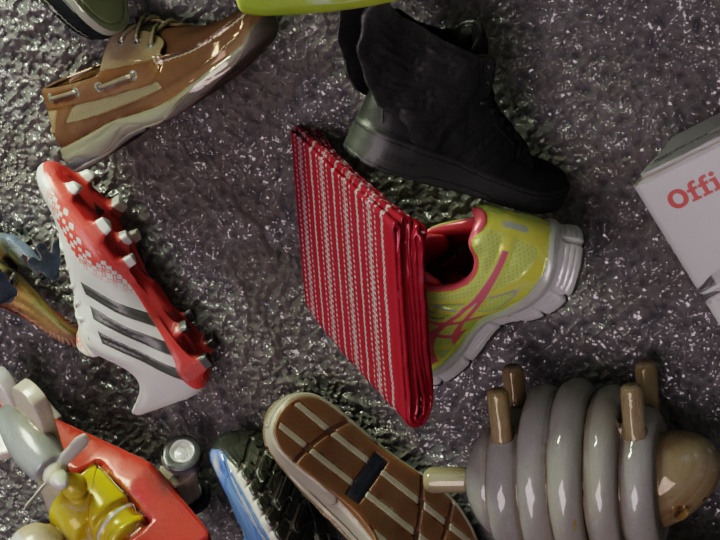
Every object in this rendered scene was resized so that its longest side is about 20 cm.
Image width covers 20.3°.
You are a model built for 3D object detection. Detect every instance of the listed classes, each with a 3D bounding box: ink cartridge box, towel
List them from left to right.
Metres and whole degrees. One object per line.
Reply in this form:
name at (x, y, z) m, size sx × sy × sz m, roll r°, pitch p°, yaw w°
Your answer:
towel at (0.000, 0.000, 1.314) m, size 0.022 × 0.200 × 0.145 m, roll -12°, pitch 115°, yaw -18°
ink cartridge box at (0.282, -0.015, 1.215) m, size 0.144 × 0.084 × 0.201 m, roll -27°, pitch 101°, yaw 33°

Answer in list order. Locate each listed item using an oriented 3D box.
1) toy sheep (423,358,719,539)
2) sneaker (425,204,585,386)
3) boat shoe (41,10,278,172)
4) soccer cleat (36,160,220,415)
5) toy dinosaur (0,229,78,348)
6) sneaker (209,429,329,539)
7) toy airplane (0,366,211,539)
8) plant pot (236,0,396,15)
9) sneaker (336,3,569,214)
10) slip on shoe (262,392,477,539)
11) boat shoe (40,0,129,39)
toy sheep at (0.138, 0.131, 1.327) m, size 0.199 × 0.138 × 0.139 m, roll -2°, pitch 113°, yaw 21°
sneaker at (0.054, 0.008, 1.306) m, size 0.090 × 0.079 × 0.200 m, roll 22°, pitch 143°, yaw -26°
boat shoe at (-0.143, -0.136, 1.360) m, size 0.199 × 0.076 × 0.072 m, roll -27°, pitch 99°, yaw 30°
soccer cleat at (-0.183, 0.015, 1.450) m, size 0.085 × 0.069 × 0.200 m, roll -32°, pitch 103°, yaw 16°
toy dinosaur at (-0.309, 0.005, 1.500) m, size 0.181 × 0.105 × 0.201 m, roll 0°, pitch 128°, yaw 47°
sneaker at (-0.068, 0.212, 1.490) m, size 0.089 × 0.079 × 0.201 m, roll -16°, pitch 106°, yaw 27°
toy airplane at (-0.225, 0.165, 1.498) m, size 0.200 × 0.141 × 0.199 m, roll 46°, pitch 148°, yaw -22°
plant pot at (0.037, -0.261, 1.148) m, size 0.180 × 0.200 × 0.200 m, roll 4°, pitch 116°, yaw 14°
sneaker at (0.064, -0.104, 1.243) m, size 0.060 × 0.199 × 0.105 m, roll 42°, pitch 116°, yaw 54°
slip on shoe at (0.007, 0.166, 1.447) m, size 0.200 × 0.076 × 0.061 m, roll 41°, pitch 164°, yaw -8°
boat shoe at (-0.234, -0.225, 1.353) m, size 0.066 × 0.074 × 0.200 m, roll -40°, pitch 89°, yaw 30°
